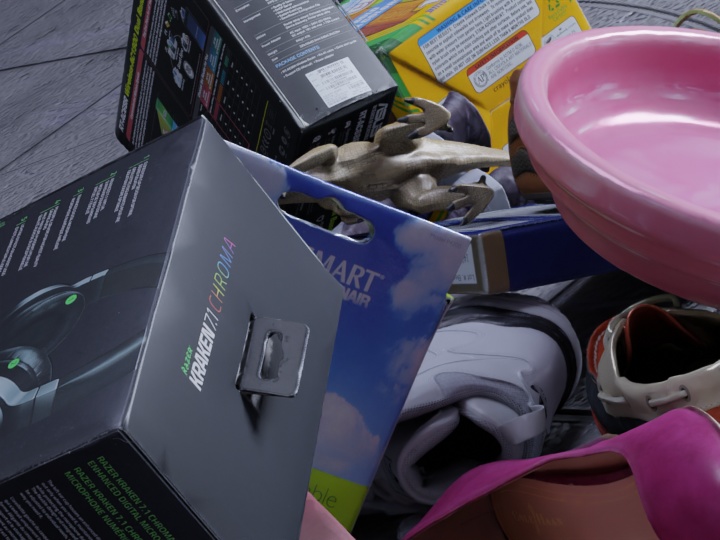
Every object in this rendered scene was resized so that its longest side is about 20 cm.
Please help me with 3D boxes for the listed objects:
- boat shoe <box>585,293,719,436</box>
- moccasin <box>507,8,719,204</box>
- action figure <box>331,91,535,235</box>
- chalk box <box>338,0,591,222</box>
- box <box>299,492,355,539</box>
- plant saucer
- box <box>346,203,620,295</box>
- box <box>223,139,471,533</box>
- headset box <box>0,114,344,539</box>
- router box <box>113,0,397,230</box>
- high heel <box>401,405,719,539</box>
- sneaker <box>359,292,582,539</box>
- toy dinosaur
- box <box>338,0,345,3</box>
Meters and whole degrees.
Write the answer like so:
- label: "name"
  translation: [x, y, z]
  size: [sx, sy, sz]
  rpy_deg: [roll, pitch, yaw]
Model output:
- label: "boat shoe"
  translation: [0.126, 0.041, 1.121]
  size: [0.071, 0.063, 0.200]
  rpy_deg: [-33, 15, -2]
- label: "moccasin"
  translation: [0.155, -0.080, 1.291]
  size: [0.201, 0.078, 0.074]
  rpy_deg: [-9, 4, -22]
- label: "action figure"
  translation: [0.000, 0.000, 1.399]
  size: [0.200, 0.069, 0.130]
  rpy_deg: [-35, 52, -20]
- label: "chalk box"
  translation: [0.032, -0.094, 1.569]
  size: [0.125, 0.124, 0.200]
  rpy_deg: [-38, 18, -26]
- label: "box"
  translation: [-0.041, 0.154, 0.987]
  size: [0.128, 0.109, 0.200]
  rpy_deg: [-33, 17, -8]
- label: "plant saucer"
  translation: [0.157, -0.037, 1.166]
  size: [0.200, 0.051, 0.201]
  rpy_deg: [11, 27, -5]
- label: "box"
  translation: [0.103, -0.018, 1.301]
  size: [0.200, 0.032, 0.121]
  rpy_deg: [-12, 6, -31]
- label: "box"
  translation: [-0.051, 0.056, 1.105]
  size: [0.200, 0.122, 0.048]
  rpy_deg: [-68, 16, 5]
- label: "headset box"
  translation: [-0.108, 0.059, 0.971]
  size: [0.200, 0.093, 0.174]
  rpy_deg: [-26, 29, 23]
- label: "router box"
  translation: [-0.059, -0.084, 1.493]
  size: [0.062, 0.150, 0.200]
  rpy_deg: [-26, -23, -24]
- label: "high heel"
  translation: [0.080, 0.096, 1.023]
  size: [0.096, 0.067, 0.200]
  rpy_deg: [-24, 0, -13]
- label: "sneaker"
  translation: [-0.003, 0.077, 1.207]
  size: [0.200, 0.075, 0.115]
  rpy_deg: [-22, 15, 14]
- label: "toy dinosaur"
  translation: [0.018, -0.047, 1.272]
  size: [0.200, 0.058, 0.101]
  rpy_deg: [-10, 3, -22]
- label: "box"
  translation: [-0.004, -0.146, 1.706]
  size: [0.158, 0.048, 0.200]
  rpy_deg: [-41, -23, -31]
